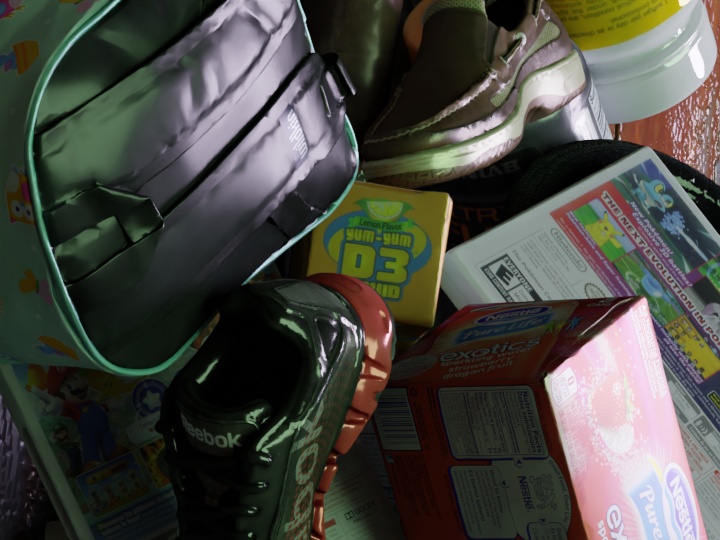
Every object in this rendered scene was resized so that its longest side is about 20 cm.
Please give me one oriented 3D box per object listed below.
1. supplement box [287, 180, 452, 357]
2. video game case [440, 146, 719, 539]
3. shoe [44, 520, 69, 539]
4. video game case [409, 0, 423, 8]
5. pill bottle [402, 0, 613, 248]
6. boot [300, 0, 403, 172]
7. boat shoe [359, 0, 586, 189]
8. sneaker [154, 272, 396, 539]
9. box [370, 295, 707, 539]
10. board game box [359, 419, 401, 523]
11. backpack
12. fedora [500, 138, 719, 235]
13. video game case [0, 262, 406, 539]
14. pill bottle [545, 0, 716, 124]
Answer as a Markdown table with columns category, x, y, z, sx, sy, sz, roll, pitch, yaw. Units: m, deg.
| category | x | y | z | sx | sy | sz | roll | pitch | yaw |
| --- | --- | --- | --- | --- | --- | --- | --- | --- | --- |
| supplement box | 0.000 | 0.000 | 1.403 | 0.200 | 0.066 | 0.069 | 113 | -14 | -81 |
| video game case | 0.149 | 0.046 | 1.444 | 0.182 | 0.023 | 0.200 | -27 | 77 | -47 |
| shoe | -0.127 | 0.207 | 1.311 | 0.070 | 0.053 | 0.200 | 112 | -14 | -85 |
| video game case | 0.094 | -0.175 | 1.698 | 0.200 | 0.022 | 0.182 | 53 | 47 | -45 |
| pill bottle | 0.086 | -0.061 | 1.604 | 0.106 | 0.106 | 0.200 | -58 | 137 | -41 |
| boot | -0.008 | -0.156 | 1.426 | 0.167 | 0.072 | 0.200 | 98 | 3 | -45 |
| boat shoe | 0.046 | -0.095 | 1.435 | 0.202 | 0.075 | 0.075 | -40 | 115 | -63 |
| sneaker | -0.050 | 0.093 | 1.218 | 0.098 | 0.071 | 0.201 | 19 | 86 | -58 |
| box | 0.088 | 0.119 | 1.305 | 0.095 | 0.100 | 0.200 | -35 | 114 | -48 |
| board game box | -0.003 | 0.161 | 1.403 | 0.097 | 0.159 | 0.200 | 47 | 53 | -50 |
| backpack | -0.111 | -0.055 | 1.223 | 0.200 | 0.153 | 0.176 | -57 | 142 | -44 |
| fedora | 0.136 | 0.026 | 1.537 | 0.200 | 0.092 | 0.201 | 22 | 47 | -26 |
| video game case | -0.068 | 0.085 | 1.295 | 0.143 | 0.018 | 0.200 | -24 | 86 | -28 |
| pill bottle | 0.125 | -0.187 | 1.618 | 0.114 | 0.114 | 0.200 | -59 | 137 | -40 |
